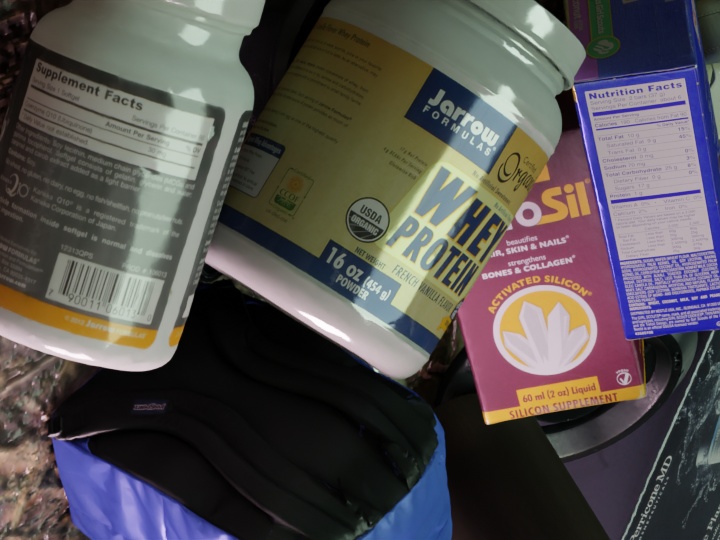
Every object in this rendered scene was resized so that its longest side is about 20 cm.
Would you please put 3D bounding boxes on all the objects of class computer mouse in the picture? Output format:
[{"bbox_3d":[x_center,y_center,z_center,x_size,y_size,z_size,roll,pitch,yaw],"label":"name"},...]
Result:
[{"bbox_3d":[-0.049,-0.098,1.212,0.138,0.053,0.201,-30,145,-47],"label":"computer mouse"}]

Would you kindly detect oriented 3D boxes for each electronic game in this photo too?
[{"bbox_3d":[0.148,0.076,1.538,0.198,0.042,0.201,-14,142,-11],"label":"electronic game"}]

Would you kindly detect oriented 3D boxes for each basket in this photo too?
[{"bbox_3d":[0.104,0.194,1.454,0.135,0.201,0.181,-21,141,-6],"label":"basket"}]

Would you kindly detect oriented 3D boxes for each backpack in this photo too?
[{"bbox_3d":[-0.044,0.123,1.211,0.163,0.199,0.169,-47,143,-30],"label":"backpack"}]

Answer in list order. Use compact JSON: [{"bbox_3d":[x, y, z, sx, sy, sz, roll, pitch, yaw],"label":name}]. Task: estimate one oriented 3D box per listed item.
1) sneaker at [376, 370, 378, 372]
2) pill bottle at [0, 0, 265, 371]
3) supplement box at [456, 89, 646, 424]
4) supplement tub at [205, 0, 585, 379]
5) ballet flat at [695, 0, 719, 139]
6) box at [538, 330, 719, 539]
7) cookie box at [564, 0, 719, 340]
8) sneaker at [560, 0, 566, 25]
[{"bbox_3d":[-0.030,0.123,1.358,0.079,0.077,0.202,-12,120,-43],"label":"sneaker"},{"bbox_3d":[-0.119,-0.061,1.061,0.116,0.116,0.202,7,104,-57],"label":"pill bottle"},{"bbox_3d":[0.111,-0.013,1.376,0.086,0.109,0.201,-80,157,-60],"label":"supplement box"},{"bbox_3d":[0.017,-0.060,1.133,0.201,0.144,0.144,-59,148,-3],"label":"supplement tub"},{"bbox_3d":[0.215,-0.099,1.426,0.067,0.064,0.201,-14,150,-16],"label":"ballet flat"},{"bbox_3d":[0.233,0.126,1.711,0.200,0.117,0.198,24,90,-57],"label":"box"},{"bbox_3d":[0.172,-0.090,1.272,0.172,0.075,0.201,-86,164,-48],"label":"cookie box"},{"bbox_3d":[0.181,-0.150,1.456,0.079,0.090,0.200,-53,165,-21],"label":"sneaker"}]
